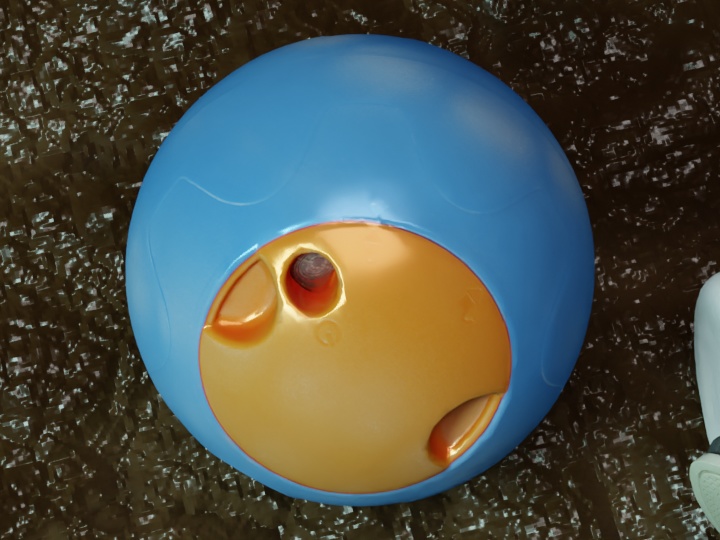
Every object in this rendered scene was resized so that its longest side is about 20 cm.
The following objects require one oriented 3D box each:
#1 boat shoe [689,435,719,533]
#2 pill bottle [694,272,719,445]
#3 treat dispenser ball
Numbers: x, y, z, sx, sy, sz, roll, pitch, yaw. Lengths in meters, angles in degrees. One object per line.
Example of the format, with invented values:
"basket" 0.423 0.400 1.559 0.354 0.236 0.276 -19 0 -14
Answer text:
"boat shoe" 0.213 0.118 1.278 0.200 0.072 0.068 38 78 -33
"pill bottle" 0.257 0.042 1.329 0.199 0.116 0.117 -9 71 -5
"treat dispenser ball" 0.000 0.000 1.281 0.200 0.201 0.202 1 70 -2
